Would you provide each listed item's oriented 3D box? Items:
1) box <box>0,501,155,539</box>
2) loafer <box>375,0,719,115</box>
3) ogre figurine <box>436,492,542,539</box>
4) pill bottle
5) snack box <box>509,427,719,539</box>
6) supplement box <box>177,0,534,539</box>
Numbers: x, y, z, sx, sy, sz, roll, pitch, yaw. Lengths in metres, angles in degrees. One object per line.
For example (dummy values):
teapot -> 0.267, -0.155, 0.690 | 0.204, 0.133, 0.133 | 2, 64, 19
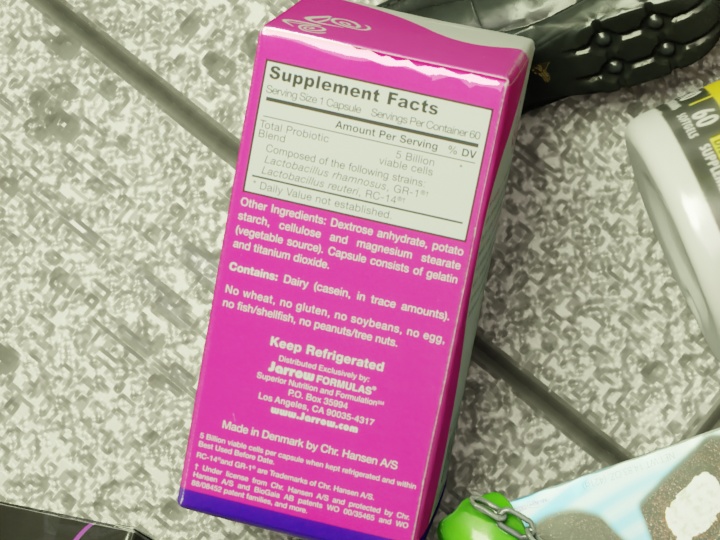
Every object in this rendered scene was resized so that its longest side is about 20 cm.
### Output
box -> -0.172, 0.191, 0.946 | 0.143, 0.036, 0.200 | 8, 73, 30
loafer -> 0.056, -0.102, 0.995 | 0.200, 0.068, 0.071 | -15, 46, 10
ogre figurine -> 0.045, 0.197, 0.911 | 0.120, 0.098, 0.200 | 26, 55, 10
pill bottle -> 0.219, -0.047, 0.943 | 0.200, 0.114, 0.115 | -23, 82, 2
snack box -> 0.160, 0.124, 0.966 | 0.200, 0.037, 0.116 | -20, 83, 3
supplement box -> 0.000, 0.000, 0.932 | 0.103, 0.101, 0.200 | 14, 105, 6
